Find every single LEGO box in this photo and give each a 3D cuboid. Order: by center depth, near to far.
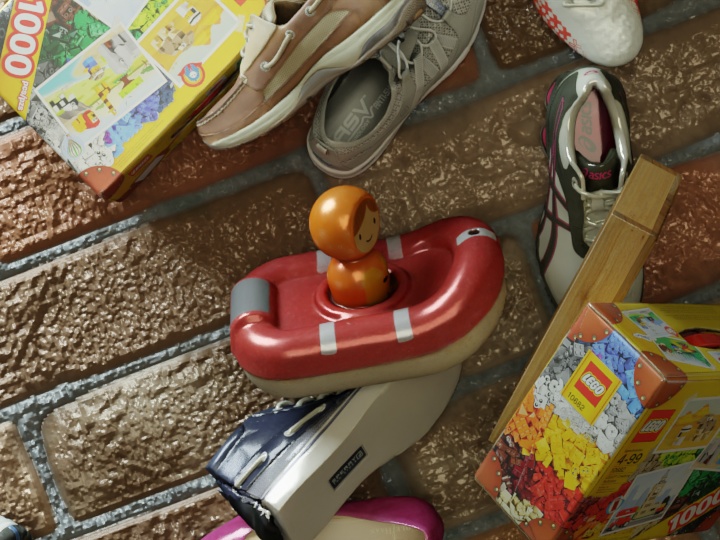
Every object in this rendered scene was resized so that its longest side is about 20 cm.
[{"bbox_3d":[0.194,0.102,1.234,0.077,0.200,0.149,47,119,32],"label":"LEGO box"},{"bbox_3d":[-0.163,-0.172,1.346,0.149,0.077,0.200,45,92,3],"label":"LEGO box"}]

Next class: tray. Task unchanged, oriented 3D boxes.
[{"bbox_3d":[0.154,0.027,1.265,0.037,0.099,0.200,27,122,5],"label":"tray"}]

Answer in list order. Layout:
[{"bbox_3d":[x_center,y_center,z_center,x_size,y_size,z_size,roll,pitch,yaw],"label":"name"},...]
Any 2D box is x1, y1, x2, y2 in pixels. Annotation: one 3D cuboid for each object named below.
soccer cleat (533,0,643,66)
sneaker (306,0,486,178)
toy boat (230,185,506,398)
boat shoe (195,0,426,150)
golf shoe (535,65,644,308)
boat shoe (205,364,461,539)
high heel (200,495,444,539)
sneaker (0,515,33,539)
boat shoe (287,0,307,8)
[{"bbox_3d":[0.142,-0.237,1.323,0.069,0.085,0.200,-25,88,3],"label":"soccer cleat"},{"bbox_3d":[0.031,-0.154,1.331,0.075,0.082,0.200,30,92,3],"label":"sneaker"},{"bbox_3d":[0.000,0.000,1.295,0.200,0.131,0.131,-11,123,3],"label":"toy boat"},{"bbox_3d":[-0.045,-0.154,1.275,0.200,0.076,0.072,-34,100,30],"label":"boat shoe"},{"bbox_3d":[0.162,-0.045,1.321,0.077,0.088,0.200,-6,92,2],"label":"golf shoe"},{"bbox_3d":[-0.023,0.108,1.340,0.200,0.075,0.093,-41,45,-22],"label":"boat shoe"},{"bbox_3d":[-0.038,0.202,1.327,0.200,0.096,0.068,-8,89,3],"label":"high heel"},{"bbox_3d":[-0.314,0.262,1.366,0.077,0.076,0.200,30,91,25],"label":"sneaker"},{"bbox_3d":[0.007,-0.260,1.308,0.071,0.065,0.200,46,68,2],"label":"boat shoe"}]
